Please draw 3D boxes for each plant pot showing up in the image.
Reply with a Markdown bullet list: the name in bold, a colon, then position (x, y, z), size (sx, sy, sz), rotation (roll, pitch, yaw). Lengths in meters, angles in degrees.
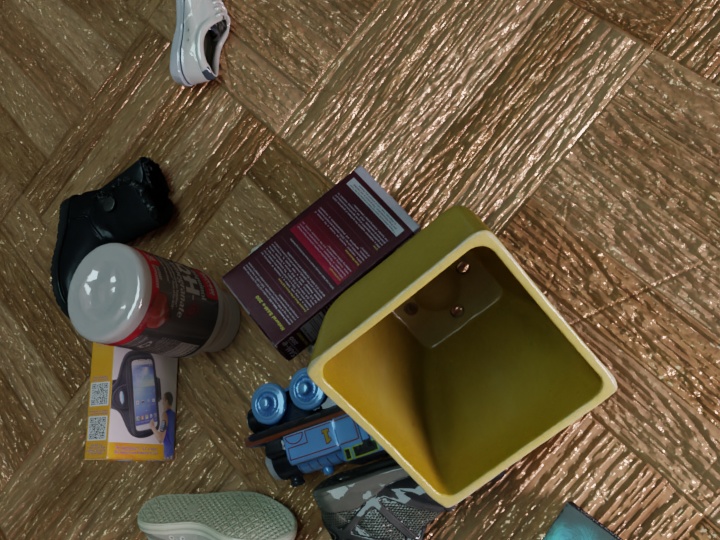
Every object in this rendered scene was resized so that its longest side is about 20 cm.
- **plant pot**: position (0.085, 0.055, 0.752), size (0.194, 0.200, 0.196), rotation (-39, 108, 14)

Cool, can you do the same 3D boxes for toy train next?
- **toy train**: position (-0.034, 0.163, 0.860), size (0.200, 0.087, 0.115), rotation (-23, 71, 20)

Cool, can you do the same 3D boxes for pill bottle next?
- **pill bottle**: position (-0.231, 0.043, 0.925), size (0.110, 0.200, 0.111), rotation (-7, 75, 25)

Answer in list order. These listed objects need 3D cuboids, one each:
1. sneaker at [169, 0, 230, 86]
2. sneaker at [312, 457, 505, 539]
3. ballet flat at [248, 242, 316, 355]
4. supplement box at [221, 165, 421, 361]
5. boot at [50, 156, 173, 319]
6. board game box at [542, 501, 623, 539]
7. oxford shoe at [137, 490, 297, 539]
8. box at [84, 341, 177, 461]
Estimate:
- **sneaker**: position (-0.215, -0.356, 1.103), size (0.071, 0.073, 0.201), rotation (3, 87, 19)
- **sneaker**: position (0.061, 0.244, 0.801), size (0.199, 0.076, 0.115), rotation (-19, 91, 5)
- **ballet flat**: position (-0.080, 0.028, 0.930), size (0.072, 0.072, 0.200), rotation (-48, 60, 9)
- **supplement box**: position (-0.038, -0.008, 0.866), size (0.200, 0.061, 0.109), rotation (-39, 65, -6)
- **boot**: position (-0.335, -0.044, 1.072), size (0.168, 0.076, 0.201), rotation (-21, 62, 25)
- **board game box**: position (0.236, 0.326, 0.710), size (0.200, 0.028, 0.135), rotation (33, 93, 30)
- **oxford shoe**: position (-0.162, 0.298, 0.911), size (0.199, 0.075, 0.058), rotation (-4, 117, 18)
- **box**: position (-0.277, 0.132, 0.973), size (0.041, 0.119, 0.201), rotation (-6, 75, 26)
